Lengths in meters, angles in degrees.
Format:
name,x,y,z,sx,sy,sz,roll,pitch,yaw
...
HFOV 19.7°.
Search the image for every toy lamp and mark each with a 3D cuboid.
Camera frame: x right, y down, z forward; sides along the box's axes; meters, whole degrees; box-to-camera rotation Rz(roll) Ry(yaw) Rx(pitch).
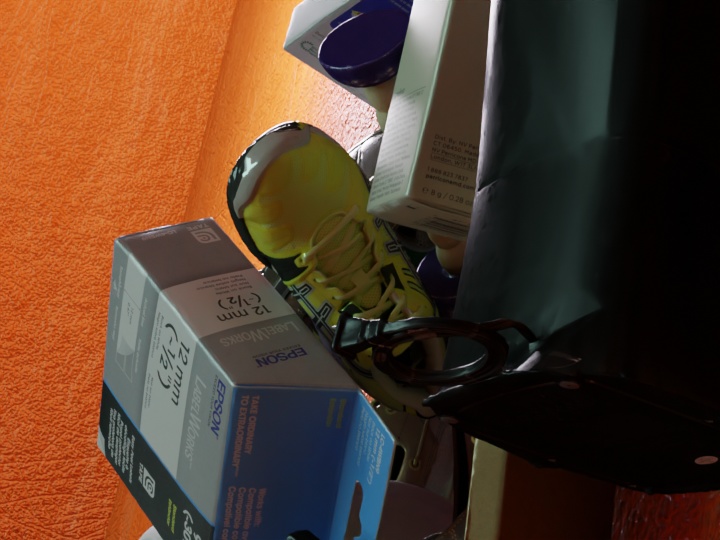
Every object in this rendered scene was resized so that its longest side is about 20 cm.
name,x,y,z,sx,sy,sz,roll,pitch,yaw
toy lamp,0.037,-0.042,1.094,0.058,0.058,0.201,-93,-16,-55

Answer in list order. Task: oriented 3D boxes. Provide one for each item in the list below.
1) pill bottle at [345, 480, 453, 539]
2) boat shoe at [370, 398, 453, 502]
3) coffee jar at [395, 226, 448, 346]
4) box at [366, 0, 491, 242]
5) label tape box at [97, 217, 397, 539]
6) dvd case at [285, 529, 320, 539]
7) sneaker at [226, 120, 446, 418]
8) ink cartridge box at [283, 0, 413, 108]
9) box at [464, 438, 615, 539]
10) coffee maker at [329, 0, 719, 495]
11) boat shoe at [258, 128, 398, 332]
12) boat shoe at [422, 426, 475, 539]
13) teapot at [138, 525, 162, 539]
name,x,y,z,sx,sy,sz,roll,pitch,yaw
pill bottle,-0.001,0.228,1.163,0.111,0.110,0.201,-100,25,-62
boat shoe,0.034,0.100,1.249,0.074,0.066,0.202,135,146,-69
coffee jar,0.063,-0.052,1.189,0.104,0.085,0.201,42,126,36
box,0.063,-0.118,0.993,0.082,0.068,0.202,170,114,-76
label tape box,-0.065,0.088,1.080,0.200,0.066,0.144,49,140,43
dvd case,0.015,0.237,0.998,0.199,0.017,0.144,35,116,34
sneaker,0.000,0.000,1.067,0.075,0.200,0.076,-44,45,-9
ink cartridge box,0.050,-0.160,1.234,0.199,0.099,0.039,-27,40,47
box,0.086,0.063,0.925,0.164,0.021,0.202,48,-135,-57
coffee maker,0.098,-0.036,0.792,0.134,0.192,0.202,-7,65,33
boat shoe,-0.015,0.003,1.179,0.200,0.068,0.072,-48,17,26
boat shoe,0.063,0.143,1.057,0.070,0.070,0.202,130,149,-64
teapot,-0.055,0.232,1.317,0.200,0.145,0.199,149,108,-65
